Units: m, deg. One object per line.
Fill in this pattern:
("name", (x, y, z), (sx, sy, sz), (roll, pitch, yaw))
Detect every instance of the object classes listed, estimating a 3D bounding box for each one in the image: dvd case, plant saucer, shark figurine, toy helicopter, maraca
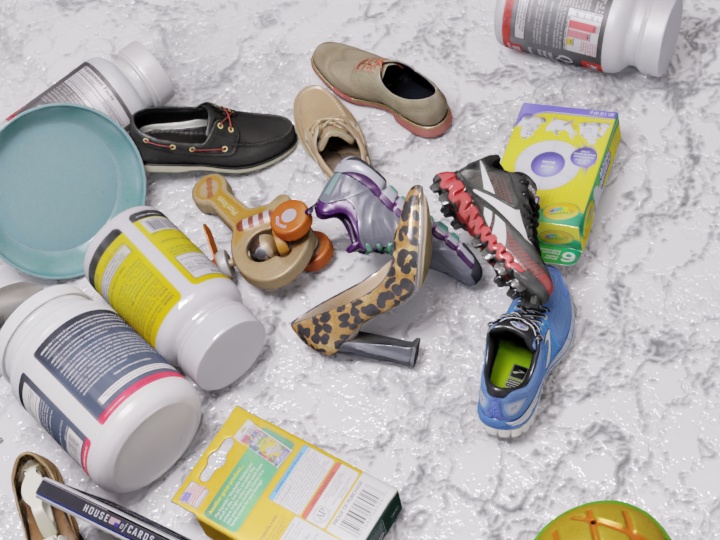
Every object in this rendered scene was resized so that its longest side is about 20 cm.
("dvd case", (-0.203, 0.260, 1.518), (0.199, 0.150, 0.025), (22, 80, 21))
("plant saucer", (-0.342, -0.092, 1.758), (0.199, 0.201, 0.036), (-36, 25, -14))
("shark figurine", (-0.442, 0.091, 1.701), (0.127, 0.090, 0.216), (4, 57, 13))
("toy helicopter", (-0.134, -0.043, 1.754), (0.132, 0.079, 0.200), (-43, 51, -7))
("maraca", (0.206, 0.299, 1.453), (0.199, 0.107, 0.137), (-36, 60, -13))

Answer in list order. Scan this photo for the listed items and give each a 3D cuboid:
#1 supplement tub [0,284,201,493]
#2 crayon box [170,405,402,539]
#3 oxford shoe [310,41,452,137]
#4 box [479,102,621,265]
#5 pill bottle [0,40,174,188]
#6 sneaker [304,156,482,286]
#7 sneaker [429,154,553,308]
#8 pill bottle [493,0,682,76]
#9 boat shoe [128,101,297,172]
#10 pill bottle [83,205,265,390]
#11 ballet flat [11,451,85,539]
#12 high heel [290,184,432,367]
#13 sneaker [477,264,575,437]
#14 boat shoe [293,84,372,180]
("supplement tub", (-0.275, 0.121, 1.621), (0.140, 0.141, 0.200), (-41, 62, -16))
("crayon box", (-0.074, 0.237, 1.570), (0.199, 0.052, 0.126), (25, 65, 22))
("oxford shoe", (0.023, -0.232, 1.830), (0.199, 0.075, 0.071), (27, 67, 24))
("box", (0.207, -0.095, 1.717), (0.116, 0.049, 0.201), (8, 56, 22))
("pill bottle", (-0.320, -0.181, 1.833), (0.200, 0.111, 0.111), (-39, 60, -15))
("sneaker", (0.036, -0.031, 1.689), (0.200, 0.074, 0.088), (38, 78, 2))
("sneaker", (0.156, -0.048, 1.620), (0.097, 0.071, 0.201), (-32, 52, -2))
("pill bottle", (0.265, -0.295, 1.806), (0.199, 0.116, 0.116), (18, 63, 19))
("boat shoe", (-0.171, -0.158, 1.808), (0.199, 0.063, 0.074), (-4, 49, -11))
("pill bottle", (-0.200, 0.031, 1.681), (0.114, 0.115, 0.200), (-39, 60, -15))
("ballet flat", (-0.314, 0.267, 1.577), (0.067, 0.073, 0.201), (-21, 58, -5))
("high heel", (0.000, 0.000, 1.639), (0.141, 0.202, 0.071), (10, 17, 11))
("sneaker", (0.174, 0.071, 1.608), (0.078, 0.089, 0.201), (12, 55, 15))
("boat shoe", (-0.026, -0.148, 1.792), (0.071, 0.065, 0.201), (-24, 58, -6))
